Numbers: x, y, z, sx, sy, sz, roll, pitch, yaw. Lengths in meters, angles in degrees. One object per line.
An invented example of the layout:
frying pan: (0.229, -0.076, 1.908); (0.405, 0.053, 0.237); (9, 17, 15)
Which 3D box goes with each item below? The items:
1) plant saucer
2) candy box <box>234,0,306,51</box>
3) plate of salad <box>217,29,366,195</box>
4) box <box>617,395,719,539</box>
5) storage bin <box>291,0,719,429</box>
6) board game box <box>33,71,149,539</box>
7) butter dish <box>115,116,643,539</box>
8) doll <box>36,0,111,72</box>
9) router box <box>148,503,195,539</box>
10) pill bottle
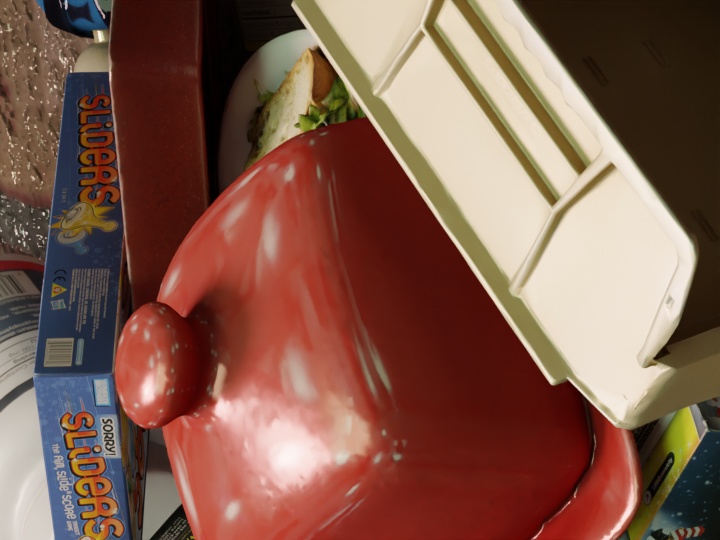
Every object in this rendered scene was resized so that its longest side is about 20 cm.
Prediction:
plant saucer: (-0.081, -0.068, 1.264); (0.200, 0.037, 0.200); (-91, -1, -51)
candy box: (0.008, -0.145, 1.228); (0.200, 0.026, 0.102); (4, 108, 50)
plate of salad: (0.000, 0.000, 1.181); (0.200, 0.048, 0.200); (29, 132, 38)
box: (0.080, 0.079, 1.064); (0.137, 0.038, 0.200); (-107, 33, -44)
storage bin: (0.115, -0.069, 0.986); (0.199, 0.200, 0.094); (56, 140, 21)
board game box: (-0.113, 0.026, 1.269); (0.200, 0.034, 0.136); (-91, -1, -48)
butter dish: (-0.018, 0.036, 1.037); (0.199, 0.148, 0.200); (-43, 52, 47)
doll: (-0.134, -0.170, 1.376); (0.136, 0.048, 0.200); (1, 110, 41)
router box: (-0.002, 0.201, 1.237); (0.157, 0.052, 0.200); (21, 150, 39)
pill bottle: (-0.148, 0.086, 1.400); (0.200, 0.119, 0.120); (46, 136, 50)
